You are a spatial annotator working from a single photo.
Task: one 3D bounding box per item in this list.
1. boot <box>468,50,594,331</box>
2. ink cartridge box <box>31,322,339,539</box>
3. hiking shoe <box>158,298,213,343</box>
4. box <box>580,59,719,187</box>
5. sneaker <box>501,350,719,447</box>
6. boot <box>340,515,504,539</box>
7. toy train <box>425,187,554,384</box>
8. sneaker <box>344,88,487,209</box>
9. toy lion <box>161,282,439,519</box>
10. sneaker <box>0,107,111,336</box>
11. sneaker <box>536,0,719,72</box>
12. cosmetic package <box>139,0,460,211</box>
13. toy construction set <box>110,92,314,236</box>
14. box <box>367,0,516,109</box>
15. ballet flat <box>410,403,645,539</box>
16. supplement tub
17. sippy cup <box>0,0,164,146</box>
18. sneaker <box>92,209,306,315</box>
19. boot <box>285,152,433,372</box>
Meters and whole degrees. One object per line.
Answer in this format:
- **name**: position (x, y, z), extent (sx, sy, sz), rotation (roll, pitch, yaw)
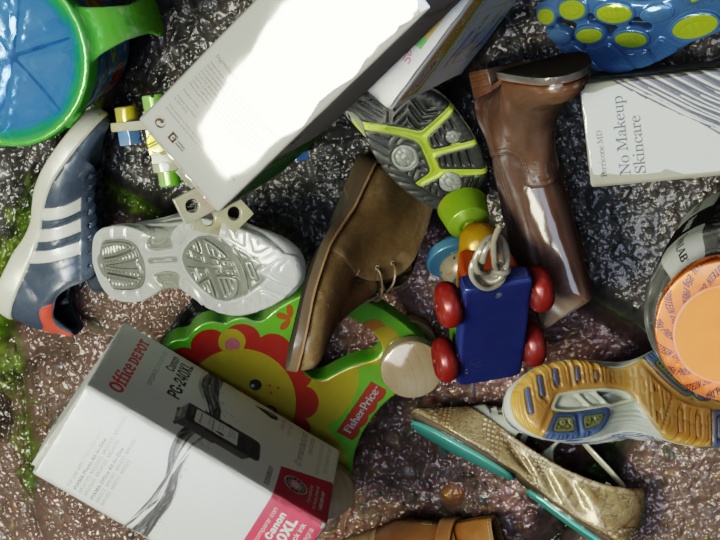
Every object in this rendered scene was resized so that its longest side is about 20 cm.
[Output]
- **boot**: position (0.141, -0.053, 1.292), extent (0.064, 0.186, 0.201), rotation (-13, 97, -9)
- **ink cartridge box**: position (-0.124, 0.139, 1.317), extent (0.200, 0.145, 0.083), rotation (31, 106, -6)
- **hiking shoe**: position (-0.125, 0.091, 1.462), extent (0.101, 0.076, 0.200), rotation (37, 113, -13)
- **box**: position (0.264, -0.111, 1.289), extent (0.199, 0.068, 0.082), rotation (-6, 101, 17)
- **sneaker**: position (0.205, 0.097, 1.358), extent (0.199, 0.088, 0.076), rotation (4, 81, -9)
- **boot**: position (0.061, 0.297, 1.449), extent (0.154, 0.074, 0.201), rotation (-13, 102, 15)
- **toy train**: position (0.087, -0.015, 1.299), extent (0.084, 0.116, 0.200), rotation (-10, 144, -7)
- **sneaker**: position (0.025, -0.130, 1.357), extent (0.075, 0.076, 0.200), rotation (-39, 105, 18)
- **toy lion**: position (-0.062, 0.090, 1.402), extent (0.191, 0.069, 0.200), rotation (32, 106, -13)
- **sneaker**: position (-0.226, -0.035, 1.456), extent (0.084, 0.075, 0.200), rotation (27, 116, 4)
- **sneaker**: position (0.221, -0.200, 1.282), extent (0.199, 0.083, 0.071), rotation (-15, 123, 32)
- **cosmetic package**: position (-0.034, -0.140, 1.138), extent (0.200, 0.108, 0.085), rotation (-41, 89, 27)
- **toy construction set**: position (-0.108, -0.097, 1.350), extent (0.131, 0.200, 0.092), rotation (-10, 112, -15)
- **box**: position (0.035, -0.198, 1.265), extent (0.112, 0.200, 0.101), rotation (39, 111, 4)
- **ballet flat**: position (0.136, 0.146, 1.402), extent (0.200, 0.071, 0.065), rotation (32, 83, 4)
- **supplement tub**: position (0.265, 0.017, 1.250), extent (0.122, 0.200, 0.123), rotation (4, 104, 16)
- **sippy cup**: position (-0.246, -0.172, 1.392), extent (0.177, 0.130, 0.140), rotation (22, 107, 10)
- **sneaker**: position (-0.112, -0.019, 1.397), extent (0.200, 0.099, 0.078), rotation (7, 113, 37)
- **boot**: position (0.000, 0.000, 1.339), extent (0.075, 0.200, 0.074), rotation (25, 144, -1)
